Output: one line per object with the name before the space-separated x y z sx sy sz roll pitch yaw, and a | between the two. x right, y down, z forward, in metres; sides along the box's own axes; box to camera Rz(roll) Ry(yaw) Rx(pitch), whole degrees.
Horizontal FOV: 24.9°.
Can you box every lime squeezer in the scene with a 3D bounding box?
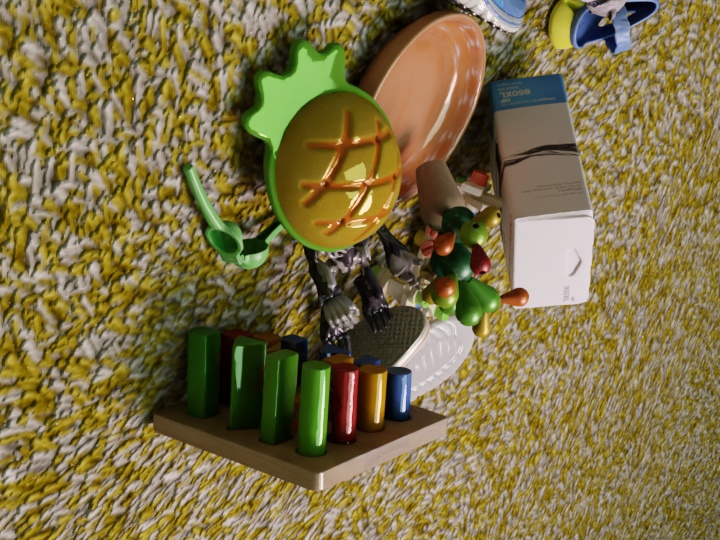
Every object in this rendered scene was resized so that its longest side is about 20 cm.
lime squeezer | -0.103 -0.038 1.428 0.071 0.038 0.200 -63 152 5

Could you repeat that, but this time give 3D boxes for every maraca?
maraca | -0.032 -0.106 1.416 0.137 0.107 0.201 -43 128 -21

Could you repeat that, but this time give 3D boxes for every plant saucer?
plant saucer | 0.048 -0.159 1.567 0.200 0.037 0.201 -41 148 -32

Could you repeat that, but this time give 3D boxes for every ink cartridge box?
ink cartridge box | 0.186 -0.082 1.704 0.145 0.083 0.201 84 0 -49

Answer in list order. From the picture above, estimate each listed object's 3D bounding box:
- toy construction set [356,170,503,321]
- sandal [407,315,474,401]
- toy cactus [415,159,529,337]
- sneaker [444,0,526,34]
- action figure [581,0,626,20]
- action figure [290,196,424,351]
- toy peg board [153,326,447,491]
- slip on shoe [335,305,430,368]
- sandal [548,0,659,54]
toy construction set | 0.078 -0.025 1.702 0.131 0.092 0.201 -2 129 -58
sandal | 0.039 0.111 1.808 0.202 0.050 0.083 -38 133 -13
toy cactus | 0.097 -0.029 1.567 0.101 0.166 0.200 -16 161 1
sneaker | 0.112 -0.283 1.511 0.090 0.078 0.200 -60 153 6
action figure | 0.243 -0.342 1.653 0.200 0.104 0.195 -39 136 -41
action figure | 0.000 0.000 1.557 0.118 0.102 0.201 -27 149 -16
toy peg board | -0.051 0.103 1.494 0.198 0.199 0.099 -16 115 -51
slip on shoe | -0.002 0.112 1.671 0.200 0.074 0.061 -47 144 13
sandal | 0.293 -0.303 1.790 0.200 0.087 0.080 -51 150 -21
